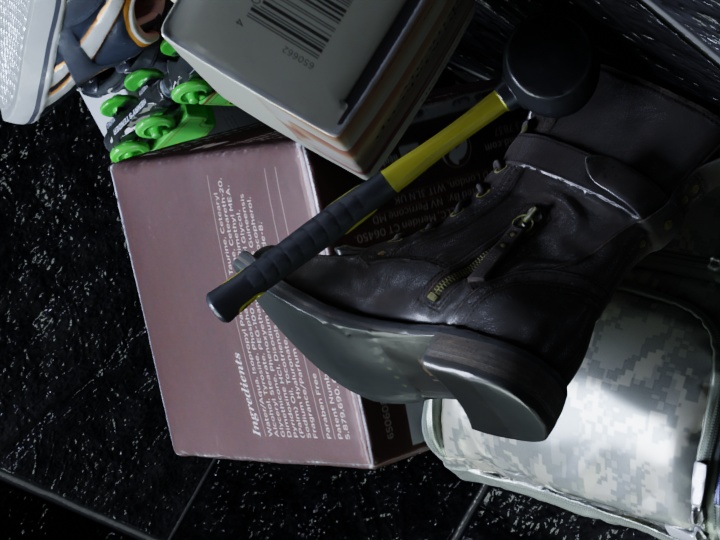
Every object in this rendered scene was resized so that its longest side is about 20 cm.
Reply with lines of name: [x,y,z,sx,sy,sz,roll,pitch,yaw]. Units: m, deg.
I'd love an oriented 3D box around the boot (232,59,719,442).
boot: [0.059,-0.022,1.174,0.199,0.175,0.069,20,157,34]

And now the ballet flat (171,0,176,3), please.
ballet flat: [-0.098,-0.176,1.208,0.069,0.070,0.200,29,168,44]

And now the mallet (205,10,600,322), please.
mallet: [0.020,-0.042,1.143,0.041,0.200,0.066,55,-169,7]

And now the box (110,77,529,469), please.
box: [0.000,0.000,1.378,0.165,0.165,0.199,-17,-172,-33]

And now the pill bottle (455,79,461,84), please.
pill bottle: [-0.001,-0.036,1.690,0.119,0.201,0.120,30,180,0]

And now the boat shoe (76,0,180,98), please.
boat shoe: [-0.150,-0.134,1.513,0.066,0.075,0.199,2,-168,-34]

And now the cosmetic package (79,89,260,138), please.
cosmetic package: [-0.079,-0.098,1.597,0.150,0.052,0.200,-2,-144,-25]

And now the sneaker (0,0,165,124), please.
sneaker: [-0.147,-0.132,1.395,0.079,0.079,0.200,-6,166,-17]

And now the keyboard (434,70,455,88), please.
keyboard: [-0.046,-0.115,1.573,0.199,0.021,0.127,16,-152,7]

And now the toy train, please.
toy train: [-0.073,-0.110,1.395,0.056,0.042,0.200,1,154,-35]

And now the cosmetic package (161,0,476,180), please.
cosmetic package: [-0.012,-0.107,1.129,0.087,0.104,0.200,31,-179,4]

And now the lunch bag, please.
lunch bag: [0.137,0.040,1.225,0.199,0.169,0.139,14,163,43]
